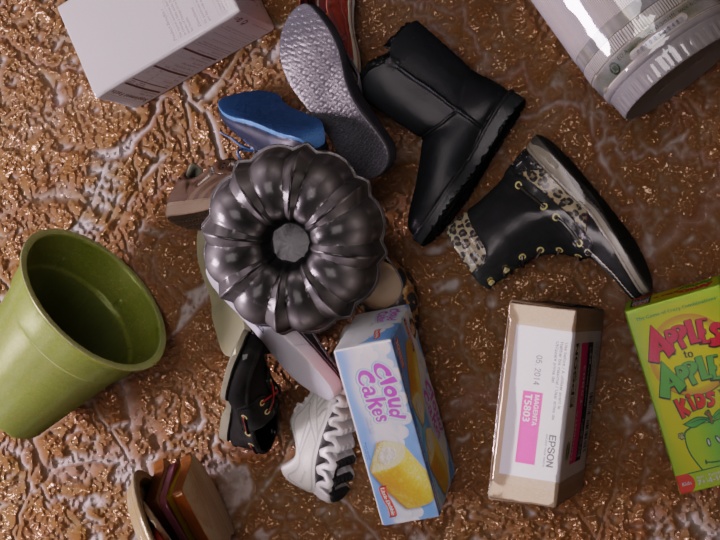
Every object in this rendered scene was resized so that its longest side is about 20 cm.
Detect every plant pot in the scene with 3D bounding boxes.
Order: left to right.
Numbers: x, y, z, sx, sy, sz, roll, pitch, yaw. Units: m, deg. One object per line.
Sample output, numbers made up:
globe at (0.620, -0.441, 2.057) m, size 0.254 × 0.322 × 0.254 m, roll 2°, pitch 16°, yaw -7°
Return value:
plant pot at (-0.356, 0.090, 1.784) m, size 0.190 × 0.199 × 0.201 m, roll -44°, pitch 77°, yaw 25°

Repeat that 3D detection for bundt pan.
bundt pan at (-0.074, -0.028, 1.589) m, size 0.199 × 0.076 × 0.205 m, roll 1°, pitch 98°, yaw 8°

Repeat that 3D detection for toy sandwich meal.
toy sandwich meal at (-0.187, 0.292, 1.709) m, size 0.070 × 0.205 × 0.207 m, roll -28°, pitch 81°, yaw 2°

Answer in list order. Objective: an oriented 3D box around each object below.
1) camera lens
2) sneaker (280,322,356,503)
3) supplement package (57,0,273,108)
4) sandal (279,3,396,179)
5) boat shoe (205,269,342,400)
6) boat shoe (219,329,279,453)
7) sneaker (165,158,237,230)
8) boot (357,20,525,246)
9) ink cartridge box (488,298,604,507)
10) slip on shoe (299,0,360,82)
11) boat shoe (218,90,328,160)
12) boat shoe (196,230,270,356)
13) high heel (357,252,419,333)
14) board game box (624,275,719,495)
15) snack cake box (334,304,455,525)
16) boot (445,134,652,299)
camera lens at (0.271, -0.278, 1.586) m, size 0.159 × 0.160 × 0.201 m, roll -36°, pitch 79°, yaw 14°
sneaker at (-0.037, 0.153, 1.728) m, size 0.080 × 0.075 × 0.203 m, roll 15°, pitch 93°, yaw 26°
supplement package at (-0.220, -0.286, 1.766) m, size 0.198 × 0.117 × 0.118 m, roll -27°, pitch 82°, yaw 15°
sandal at (-0.025, -0.191, 1.679) m, size 0.076 × 0.043 × 0.202 m, roll -25°, pitch 92°, yaw 32°
boat shoe at (-0.080, 0.050, 1.688) m, size 0.068 × 0.072 × 0.200 m, roll -39°, pitch 77°, yaw -24°
boat shoe at (-0.116, 0.132, 1.693) m, size 0.062 × 0.202 × 0.074 m, roll 20°, pitch 56°, yaw 9°
sneaker at (-0.138, -0.091, 1.701) m, size 0.198 × 0.070 × 0.077 m, roll -2°, pitch 69°, yaw 40°
boot at (0.062, -0.151, 1.694) m, size 0.167 × 0.076 × 0.201 m, roll 34°, pitch 94°, yaw 13°
ink cartridge box at (0.193, 0.133, 1.603) m, size 0.074 × 0.165 × 0.203 m, roll 7°, pitch 92°, yaw 17°
slip on shoe at (-0.041, -0.261, 1.726) m, size 0.074 × 0.061 × 0.203 m, roll -6°, pitch 83°, yaw 49°
boat shoe at (-0.103, -0.145, 1.716) m, size 0.083 × 0.200 × 0.069 m, roll -22°, pitch 120°, yaw -18°
boat shoe at (-0.138, 0.001, 1.768) m, size 0.073 × 0.063 × 0.204 m, roll -32°, pitch 64°, yaw 45°
high heel at (0.000, 0.000, 1.677) m, size 0.071 × 0.142 × 0.202 m, roll -28°, pitch 81°, yaw 14°
board game box at (0.348, 0.118, 1.593) m, size 0.100 × 0.048 × 0.202 m, roll -16°, pitch 97°, yaw 17°
snack cake box at (0.038, 0.152, 1.650) m, size 0.066 × 0.115 × 0.202 m, roll -12°, pitch 105°, yaw 17°
boot at (0.200, -0.021, 1.656) m, size 0.153 × 0.073 × 0.204 m, roll -41°, pitch 78°, yaw 18°
